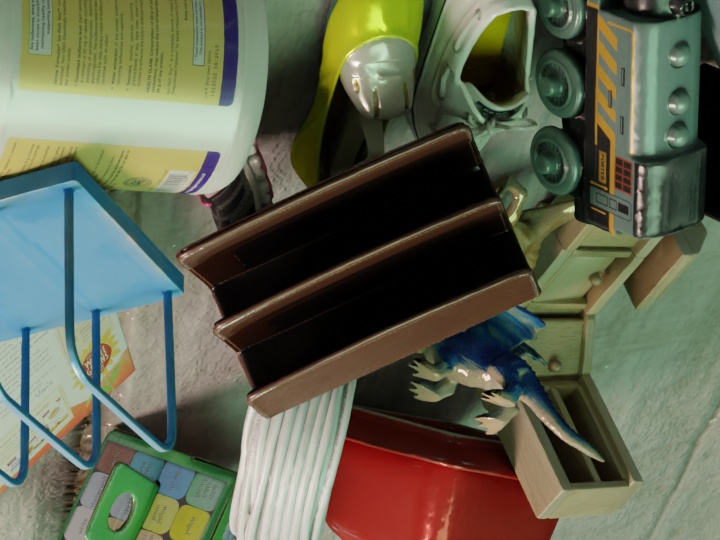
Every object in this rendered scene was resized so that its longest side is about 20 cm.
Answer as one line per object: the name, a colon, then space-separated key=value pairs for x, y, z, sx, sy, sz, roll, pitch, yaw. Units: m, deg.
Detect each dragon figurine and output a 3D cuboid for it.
dragon figurine: x=0.099 y=0.058 z=1.804 sx=0.100 sy=0.199 sz=0.059 roll=-57 pitch=158 yaw=-28

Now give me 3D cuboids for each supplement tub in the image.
supplement tub: x=-0.164 y=-0.119 z=1.381 sx=0.199 sy=0.146 sz=0.146 roll=3 pitch=141 yaw=-23

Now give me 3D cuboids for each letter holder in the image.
letter holder: x=0.000 y=0.000 z=1.582 sx=0.199 sy=0.101 sz=0.142 roll=-24 pitch=168 yaw=3

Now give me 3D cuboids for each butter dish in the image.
butter dish: x=0.056 y=0.193 z=1.949 sx=0.199 sy=0.149 sz=0.199 roll=11 pitch=179 yaw=45

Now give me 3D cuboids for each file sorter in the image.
file sorter: x=-0.215 y=0.046 z=1.389 sx=0.199 sy=0.123 sz=0.139 roll=-14 pitch=148 yaw=17

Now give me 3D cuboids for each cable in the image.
cable: x=-0.042 y=0.101 z=1.771 sx=0.069 sy=0.200 sz=0.201 roll=11 pitch=109 yaw=1

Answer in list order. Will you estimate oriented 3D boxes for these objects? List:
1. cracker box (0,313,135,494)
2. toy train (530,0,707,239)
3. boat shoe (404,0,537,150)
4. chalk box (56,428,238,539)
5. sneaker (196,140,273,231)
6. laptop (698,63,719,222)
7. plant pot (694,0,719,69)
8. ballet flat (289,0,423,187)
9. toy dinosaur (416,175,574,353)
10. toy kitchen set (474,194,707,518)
cracker box: x=-0.225 y=0.036 z=1.607 sx=0.134 sy=0.058 sz=0.201 roll=-42 pitch=149 yaw=-23
toy train: x=0.169 y=-0.116 z=1.596 sx=0.085 sy=0.114 sz=0.201 roll=-16 pitch=118 yaw=-33
boat shoe: x=0.081 y=-0.117 z=1.616 sx=0.074 sy=0.086 sz=0.202 roll=-11 pitch=147 yaw=-19
chalk box: x=-0.142 y=0.206 z=1.886 sx=0.125 sy=0.123 sz=0.200 roll=-65 pitch=152 yaw=-14
sneaker: x=-0.111 y=-0.080 z=1.562 sx=0.087 sy=0.074 sz=0.200 roll=-21 pitch=144 yaw=-4
laptop: x=0.286 y=-0.057 z=1.712 sx=0.199 sy=0.187 sz=0.116 roll=-32 pitch=125 yaw=-23
plant pot: x=0.299 y=-0.179 z=1.574 sx=0.195 sy=0.197 sz=0.200 roll=-18 pitch=154 yaw=-9
ballet flat: x=0.004 y=-0.109 z=1.596 sx=0.066 sy=0.067 sz=0.200 roll=-6 pitch=145 yaw=-22
toy dinosaur: x=0.101 y=-0.028 z=1.766 sx=0.199 sy=0.058 sz=0.101 roll=-34 pitch=126 yaw=-1
toy kitchen set: x=0.207 y=0.050 z=1.868 sx=0.162 sy=0.181 sz=0.200 roll=0 pitch=142 yaw=-36
